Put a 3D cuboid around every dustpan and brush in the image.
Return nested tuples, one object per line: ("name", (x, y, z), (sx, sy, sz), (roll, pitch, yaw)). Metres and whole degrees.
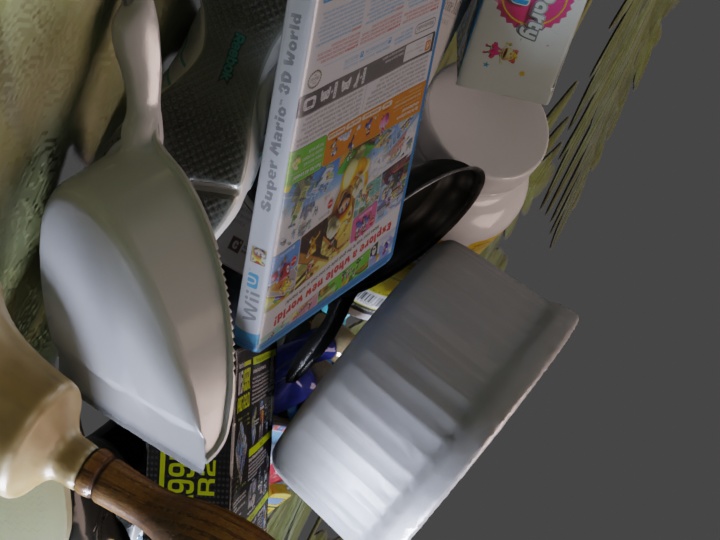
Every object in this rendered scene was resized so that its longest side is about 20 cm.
("dustpan and brush", (-0.098, -0.029, 0.710), (0.057, 0.139, 0.201), (-25, 119, -31))

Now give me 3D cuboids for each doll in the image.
("doll", (-0.089, 0.091, 1.067), (0.200, 0.048, 0.137), (-30, 152, -38))

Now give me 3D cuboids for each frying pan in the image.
("frying pan", (0.014, -0.008, 0.984), (0.115, 0.031, 0.190), (-28, 162, -30))

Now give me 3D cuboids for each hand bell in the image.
("hand bell", (-0.105, 0.089, 0.677), (0.104, 0.200, 0.104), (-56, 168, -18))

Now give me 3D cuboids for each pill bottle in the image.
("pill bottle", (0.042, -0.053, 1.079), (0.113, 0.112, 0.200), (-53, -177, -34))

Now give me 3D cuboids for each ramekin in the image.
("ramekin", (0.034, 0.077, 0.996), (0.201, 0.098, 0.200), (-50, 175, -6))

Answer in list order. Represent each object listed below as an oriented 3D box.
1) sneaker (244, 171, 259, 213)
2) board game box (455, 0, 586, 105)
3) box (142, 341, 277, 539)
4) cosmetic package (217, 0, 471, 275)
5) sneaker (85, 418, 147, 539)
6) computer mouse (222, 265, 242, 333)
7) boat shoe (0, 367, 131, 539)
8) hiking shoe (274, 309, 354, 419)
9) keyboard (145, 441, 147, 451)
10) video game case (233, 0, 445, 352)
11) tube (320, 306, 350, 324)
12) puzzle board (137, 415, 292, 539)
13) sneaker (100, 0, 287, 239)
("sneaker", (-0.027, -0.115, 0.850), (0.083, 0.071, 0.201), (-53, 159, -76))
("board game box", (0.108, -0.223, 1.012), (0.200, 0.064, 0.148), (-87, -168, -49))
("box", (-0.079, 0.116, 0.876), (0.200, 0.044, 0.161), (0, 92, -88))
("cosmetic package", (-0.017, -0.091, 0.953), (0.201, 0.071, 0.101), (-63, 168, 10))
("sneaker", (-0.164, 0.136, 0.891), (0.200, 0.066, 0.091), (-48, 160, -60))
("computer mouse", (-0.079, 0.029, 1.069), (0.059, 0.034, 0.200), (-61, 169, -3))
("boat shoe", (-0.149, 0.134, 0.791), (0.063, 0.073, 0.202), (-29, 119, -53))
("hiking shoe", (-0.065, 0.103, 1.170), (0.200, 0.086, 0.074), (-54, 167, -29))
("keyboard", (-0.104, 0.056, 0.922), (0.127, 0.020, 0.201), (-86, 178, -47))
("video game case", (-0.006, -0.073, 0.799), (0.143, 0.018, 0.201), (-35, 142, -55))
("tube", (0.010, -0.019, 1.331), (0.077, 0.050, 0.200), (-29, 152, -56))
("puzzle board", (-0.088, 0.155, 1.108), (0.151, 0.017, 0.200), (-38, 164, 6))
("sneaker", (-0.062, -0.083, 0.780), (0.201, 0.070, 0.080), (-63, 171, 7))
